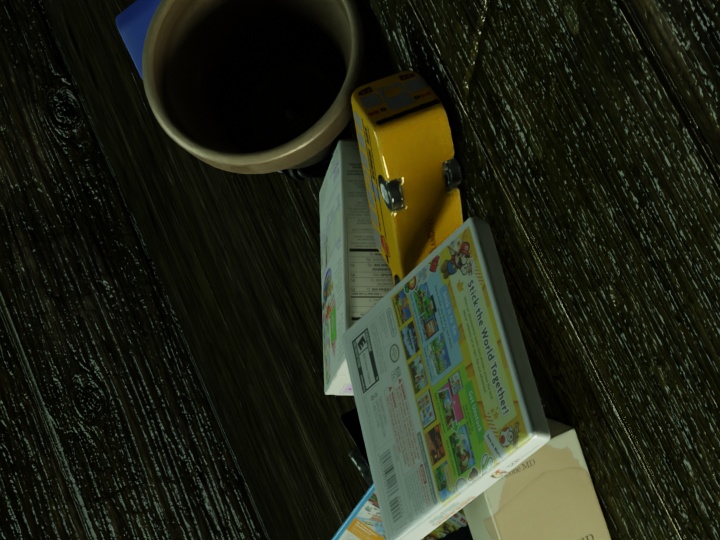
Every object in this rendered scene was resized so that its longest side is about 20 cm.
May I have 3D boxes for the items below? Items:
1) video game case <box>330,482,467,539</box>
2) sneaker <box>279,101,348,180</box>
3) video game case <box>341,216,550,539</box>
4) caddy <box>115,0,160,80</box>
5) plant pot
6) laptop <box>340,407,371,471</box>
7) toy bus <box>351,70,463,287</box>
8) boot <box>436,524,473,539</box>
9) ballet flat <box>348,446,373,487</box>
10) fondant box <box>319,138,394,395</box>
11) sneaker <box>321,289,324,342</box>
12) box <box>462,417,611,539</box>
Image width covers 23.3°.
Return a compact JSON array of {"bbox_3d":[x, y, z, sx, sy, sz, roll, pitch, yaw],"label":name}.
[{"bbox_3d":[0.046,0.277,1.670,0.143,0.018,0.201,36,121,2],"label":"video game case"},{"bbox_3d":[-0.059,-0.123,1.750,0.112,0.076,0.200,52,171,23],"label":"sneaker"},{"bbox_3d":[0.062,0.089,1.377,0.182,0.023,0.202,-43,46,37],"label":"video game case"},{"bbox_3d":[-0.208,-0.261,2.115,0.201,0.104,0.141,62,-170,29],"label":"caddy"},{"bbox_3d":[-0.077,-0.166,1.565,0.202,0.199,0.175,65,-176,18],"label":"plant pot"},{"bbox_3d":[0.011,0.256,1.820,0.115,0.202,0.187,25,-173,12],"label":"laptop"},{"bbox_3d":[0.043,-0.057,1.445,0.078,0.065,0.201,-124,18,-47],"label":"toy bus"},{"bbox_3d":[0.140,0.302,1.578,0.163,0.073,0.198,51,137,-2],"label":"boot"},{"bbox_3d":[0.026,0.288,2.061,0.067,0.056,0.202,-106,7,-69],"label":"ballet flat"},{"bbox_3d":[0.000,0.000,1.582,0.144,0.058,0.202,117,153,-72],"label":"fondant box"},{"bbox_3d":[0.007,0.059,1.738,0.200,0.071,0.084,58,-166,-67],"label":"sneaker"},{"bbox_3d":[0.149,0.228,1.397,0.202,0.094,0.078,70,166,-8],"label":"box"}]
